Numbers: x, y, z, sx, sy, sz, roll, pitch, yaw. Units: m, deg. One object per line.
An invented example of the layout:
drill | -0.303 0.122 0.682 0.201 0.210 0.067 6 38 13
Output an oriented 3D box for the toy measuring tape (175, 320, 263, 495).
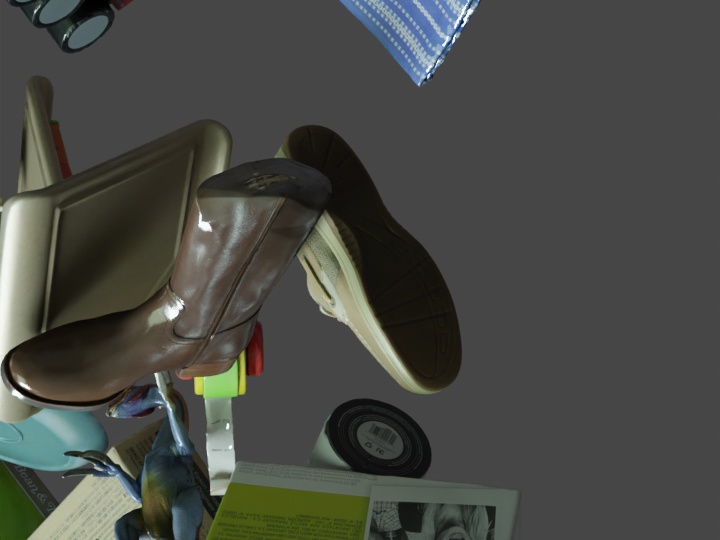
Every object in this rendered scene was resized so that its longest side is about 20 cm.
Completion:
toy measuring tape | -0.105 0.094 1.185 0.073 0.073 0.202 19 120 34

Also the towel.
towel | 0.035 -0.230 0.961 0.145 0.024 0.201 47 132 17

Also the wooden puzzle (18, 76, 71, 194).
wooden puzzle | -0.240 -0.022 1.203 0.201 0.037 0.187 -110 28 -54

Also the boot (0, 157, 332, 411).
boot | -0.125 0.005 1.018 0.065 0.185 0.201 61 142 23

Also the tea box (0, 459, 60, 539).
tea box | -0.375 0.252 1.401 0.200 0.196 0.134 49 131 14

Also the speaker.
speaker | -0.020 0.189 1.147 0.081 0.081 0.201 40 129 21

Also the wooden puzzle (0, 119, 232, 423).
wooden puzzle | -0.180 -0.004 1.120 0.037 0.199 0.187 31 126 27

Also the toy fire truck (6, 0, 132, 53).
toy fire truck | -0.173 -0.271 1.060 0.199 0.176 0.129 -38 80 1

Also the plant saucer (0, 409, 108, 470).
plant saucer | -0.306 0.118 1.320 0.198 0.028 0.201 17 152 9

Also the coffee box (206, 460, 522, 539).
coffee box | -0.006 0.270 1.027 0.197 0.199 0.202 5 125 11

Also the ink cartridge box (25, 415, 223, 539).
ink cartridge box | -0.177 0.242 1.310 0.165 0.075 0.200 53 132 8

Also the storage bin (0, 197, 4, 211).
storage bin | -0.355 -0.147 1.240 0.197 0.093 0.203 -3 83 41

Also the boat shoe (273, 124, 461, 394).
boat shoe | 0.000 0.000 1.063 0.065 0.071 0.201 -47 66 47

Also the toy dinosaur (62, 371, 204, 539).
toy dinosaur | -0.156 0.167 1.198 0.104 0.182 0.202 -18 112 18
